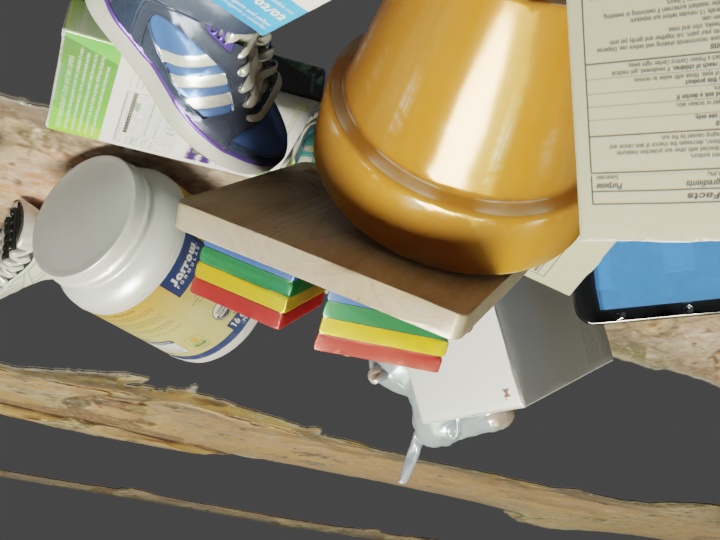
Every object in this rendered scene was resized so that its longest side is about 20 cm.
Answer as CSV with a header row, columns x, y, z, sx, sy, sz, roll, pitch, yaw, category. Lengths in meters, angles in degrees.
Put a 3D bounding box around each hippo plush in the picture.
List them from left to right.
x,y,z,sx,sy,sz,roll,pitch,yaw,category
0.089,0.120,1.281,0.200,0.159,0.161,-34,106,32,hippo plush

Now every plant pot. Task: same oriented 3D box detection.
x,y,z,sx,sy,sz,roll,pitch,yaw,category
0.083,-0.130,0.667,0.200,0.200,0.183,9,140,-8,plant pot

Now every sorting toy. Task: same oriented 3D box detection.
x,y,z,sx,sy,sz,roll,pitch,yaw,category
0.000,0.000,0.737,0.199,0.070,0.200,22,-161,16,sorting toy

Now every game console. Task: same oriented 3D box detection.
x,y,z,sx,sy,sz,roll,pitch,yaw,category
0.257,-0.047,0.874,0.200,0.119,0.172,-8,152,24,game console

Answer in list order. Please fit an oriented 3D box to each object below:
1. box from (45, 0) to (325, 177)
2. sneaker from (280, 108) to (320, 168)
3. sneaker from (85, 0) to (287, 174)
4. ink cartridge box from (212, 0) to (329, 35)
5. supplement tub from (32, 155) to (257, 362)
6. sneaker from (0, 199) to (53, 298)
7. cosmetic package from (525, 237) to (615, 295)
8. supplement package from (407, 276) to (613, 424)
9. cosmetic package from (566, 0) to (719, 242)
x,y,z,sx,sy,sz,roll,pitch,yaw,category
-0.145,-0.139,0.851,0.200,0.036,0.144,12,154,-18,box
-0.039,-0.066,0.932,0.077,0.080,0.200,8,155,-7,sneaker
-0.076,-0.157,0.709,0.146,0.081,0.200,-17,128,35,sneaker
0.001,-0.220,0.555,0.200,0.115,0.068,-17,148,38,ink cartridge box
-0.196,-0.009,1.004,0.144,0.145,0.200,-10,151,29,supplement tub
-0.360,-0.008,1.132,0.081,0.075,0.200,11,156,-34,sneaker
0.105,-0.069,0.836,0.200,0.071,0.105,25,145,-3,cosmetic package
0.144,0.065,1.039,0.117,0.117,0.200,-15,179,37,supplement package
0.163,-0.118,0.522,0.103,0.200,0.087,2,-169,31,cosmetic package
